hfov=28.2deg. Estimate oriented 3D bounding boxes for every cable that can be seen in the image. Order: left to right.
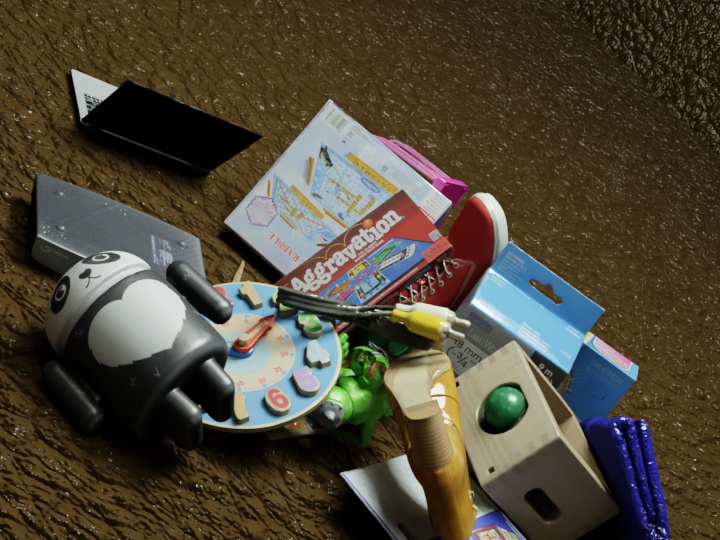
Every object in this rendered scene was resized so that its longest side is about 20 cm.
[{"bbox_3d":[0.013,0.037,1.470,0.197,0.051,0.097,19,8,-2],"label":"cable"}]

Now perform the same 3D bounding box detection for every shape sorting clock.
[{"bbox_3d":[-0.117,0.081,1.435,0.197,0.040,0.201,1,40,-1],"label":"shape sorting clock"}]

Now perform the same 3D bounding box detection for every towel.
[{"bbox_3d":[0.298,0.233,1.604,0.200,0.049,0.150,105,-32,-83],"label":"towel"}]

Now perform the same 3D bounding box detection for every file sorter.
[{"bbox_3d":[0.038,-0.091,1.855,0.125,0.140,0.200,37,9,9],"label":"file sorter"}]

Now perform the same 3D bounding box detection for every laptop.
[{"bbox_3d":[-0.245,-0.207,1.777,0.186,0.116,0.201,21,29,-31],"label":"laptop"}]

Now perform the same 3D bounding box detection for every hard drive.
[{"bbox_3d":[-0.259,-0.023,1.522,0.198,0.043,0.136,23,27,-27],"label":"hard drive"}]

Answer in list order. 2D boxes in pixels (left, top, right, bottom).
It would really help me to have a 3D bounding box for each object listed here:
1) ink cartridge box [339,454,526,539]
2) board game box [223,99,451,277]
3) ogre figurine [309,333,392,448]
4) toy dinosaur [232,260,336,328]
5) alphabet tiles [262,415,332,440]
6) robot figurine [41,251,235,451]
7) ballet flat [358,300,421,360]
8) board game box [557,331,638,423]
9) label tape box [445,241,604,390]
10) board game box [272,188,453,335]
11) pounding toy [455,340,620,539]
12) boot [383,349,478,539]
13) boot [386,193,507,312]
[{"bbox_3d":[0.084,0.272,1.447,0.198,0.047,0.199,48,29,22],"label":"ink cartridge box"},{"bbox_3d":[-0.027,-0.065,1.723,0.200,0.200,0.041,41,-7,10],"label":"board game box"},{"bbox_3d":[-0.022,0.121,1.508,0.119,0.099,0.199,31,3,35],"label":"ogre figurine"},{"bbox_3d":[-0.112,0.039,1.587,0.199,0.061,0.106,25,8,41],"label":"toy dinosaur"},{"bbox_3d":[-0.098,0.114,1.531,0.199,0.006,0.167,1,42,-52],"label":"alphabet tiles"},{"bbox_3d":[-0.203,0.071,1.328,0.200,0.125,0.150,43,26,16],"label":"robot figurine"},{"bbox_3d":[0.055,0.073,1.623,0.062,0.070,0.200,15,-6,-16],"label":"ballet flat"},{"bbox_3d":[0.214,0.121,1.747,0.199,0.154,0.040,35,26,0],"label":"board game box"},{"bbox_3d":[0.171,0.092,1.684,0.143,0.201,0.063,34,25,-1],"label":"label tape box"},{"bbox_3d":[0.000,0.000,1.659,0.103,0.199,0.020,49,-7,30],"label":"board game box"},{"bbox_3d":[0.156,0.186,1.579,0.200,0.141,0.185,48,13,-38],"label":"pounding toy"},{"bbox_3d":[0.072,0.174,1.425,0.202,0.070,0.146,-90,166,-71],"label":"boot"},{"bbox_3d":[0.090,0.001,1.702,0.143,0.202,0.073,-15,52,-29],"label":"boot"}]
